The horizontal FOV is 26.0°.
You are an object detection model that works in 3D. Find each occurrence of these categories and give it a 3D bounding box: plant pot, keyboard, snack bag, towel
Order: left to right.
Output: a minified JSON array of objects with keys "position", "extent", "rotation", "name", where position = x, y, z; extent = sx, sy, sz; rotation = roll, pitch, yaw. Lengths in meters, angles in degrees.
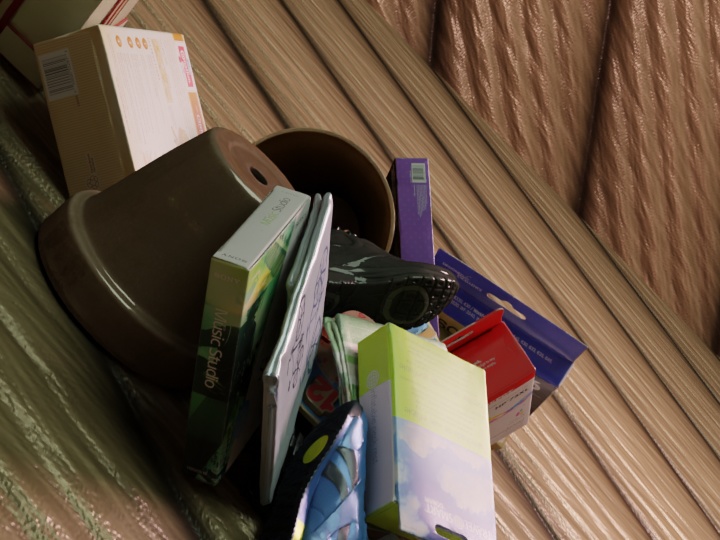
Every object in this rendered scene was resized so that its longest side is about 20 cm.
[{"position":[-0.147,-0.027,1.338],"extent":[0.200,0.175,0.200],"rotation":[42,17,-16],"name":"plant pot"},{"position":[-0.076,0.152,1.370],"extent":[0.104,0.040,0.200],"rotation":[52,23,-17],"name":"keyboard"},{"position":[-0.056,0.067,1.264],"extent":[0.021,0.189,0.200],"rotation":[12,50,4],"name":"snack bag"},{"position":[-0.051,-0.048,1.673],"extent":[0.187,0.186,0.200],"rotation":[49,2,4],"name":"plant pot"},{"position":[0.037,0.141,1.382],"extent":[0.152,0.023,0.201],"rotation":[18,50,-40],"name":"towel"}]

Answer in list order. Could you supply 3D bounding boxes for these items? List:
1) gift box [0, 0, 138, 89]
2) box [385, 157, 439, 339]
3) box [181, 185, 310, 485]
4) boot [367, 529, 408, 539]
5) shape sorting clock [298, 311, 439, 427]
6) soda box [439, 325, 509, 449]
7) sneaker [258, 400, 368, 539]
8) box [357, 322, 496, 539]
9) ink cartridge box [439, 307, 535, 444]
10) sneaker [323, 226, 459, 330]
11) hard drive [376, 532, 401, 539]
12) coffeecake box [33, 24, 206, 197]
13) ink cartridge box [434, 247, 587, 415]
[{"position":[-0.296,-0.304,1.557],"extent":[0.185,0.187,0.200],"rotation":[46,31,0],"name":"gift box"},{"position":[0.046,-0.001,1.653],"extent":[0.137,0.039,0.201],"rotation":[114,-25,-68],"name":"box"},{"position":[-0.090,0.050,1.240],"extent":[0.036,0.201,0.144],"rotation":[15,29,11],"name":"box"},{"position":[0.045,0.229,1.391],"extent":[0.131,0.068,0.200],"rotation":[40,11,19],"name":"boot"},{"position":[0.000,0.076,1.441],"extent":[0.199,0.039,0.201],"rotation":[17,54,-24],"name":"shape sorting clock"},{"position":[0.090,0.120,1.768],"extent":[0.200,0.064,0.068],"rotation":[44,-28,-18],"name":"soda box"},{"position":[-0.025,0.194,1.257],"extent":[0.078,0.066,0.200],"rotation":[40,42,-16],"name":"sneaker"},{"position":[0.058,0.156,1.334],"extent":[0.122,0.048,0.201],"rotation":[27,45,-33],"name":"box"},{"position":[0.115,0.127,1.626],"extent":[0.067,0.116,0.200],"rotation":[56,-11,23],"name":"ink cartridge box"},{"position":[0.000,0.000,1.430],"extent":[0.199,0.076,0.091],"rotation":[6,44,-30],"name":"sneaker"},{"position":[0.076,0.322,1.263],"extent":[0.200,0.027,0.132],"rotation":[47,28,-25],"name":"hard drive"},{"position":[-0.221,-0.149,1.502],"extent":[0.200,0.073,0.154],"rotation":[-19,96,-73],"name":"coffeecake box"},{"position":[0.136,0.082,1.768],"extent":[0.197,0.047,0.200],"rotation":[34,-24,4],"name":"ink cartridge box"}]
